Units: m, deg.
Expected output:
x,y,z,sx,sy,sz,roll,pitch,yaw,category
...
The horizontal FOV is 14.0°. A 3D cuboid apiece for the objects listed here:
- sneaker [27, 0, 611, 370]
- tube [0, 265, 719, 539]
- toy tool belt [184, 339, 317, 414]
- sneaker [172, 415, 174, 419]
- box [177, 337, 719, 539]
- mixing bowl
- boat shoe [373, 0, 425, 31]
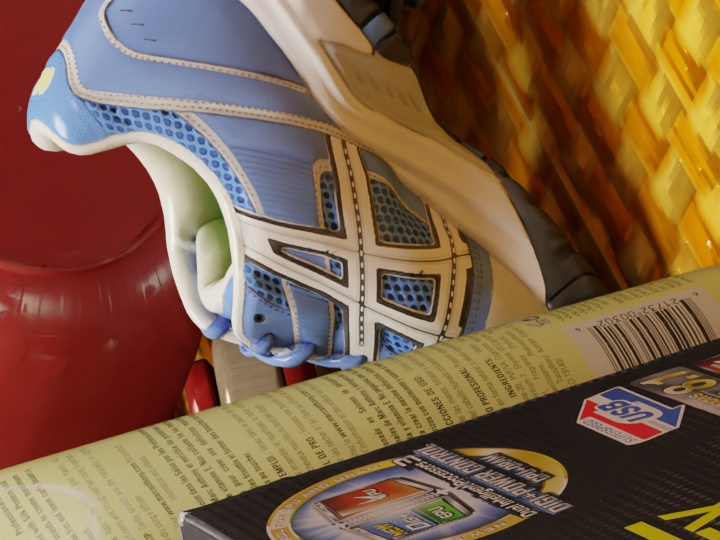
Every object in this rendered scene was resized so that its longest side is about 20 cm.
x,y,z,sx,sy,sz,roll,pitch,yaw,category
0.000,0.000,0.712,0.200,0.077,0.076,48,166,-14,sneaker
0.001,0.046,0.646,0.058,0.199,0.052,-41,66,65,tube
-0.059,0.111,0.871,0.125,0.122,0.201,78,180,-60,toy tool belt
-0.088,0.102,1.054,0.199,0.079,0.130,-129,21,-63,sneaker
0.077,0.061,0.530,0.200,0.159,0.045,19,122,64,box
-0.113,-0.020,0.789,0.108,0.199,0.201,-38,70,49,mixing bowl
-0.017,-0.085,0.778,0.075,0.061,0.201,147,109,-72,boat shoe
